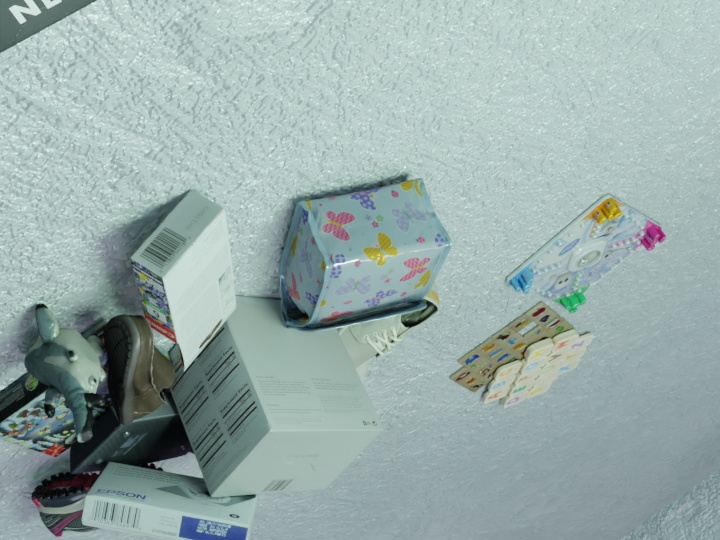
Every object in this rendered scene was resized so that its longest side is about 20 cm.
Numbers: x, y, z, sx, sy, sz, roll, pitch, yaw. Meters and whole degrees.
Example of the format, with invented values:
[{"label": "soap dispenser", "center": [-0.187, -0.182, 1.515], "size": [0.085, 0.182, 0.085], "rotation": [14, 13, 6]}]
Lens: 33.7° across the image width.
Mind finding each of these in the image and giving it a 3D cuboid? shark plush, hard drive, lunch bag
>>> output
[{"label": "shark plush", "center": [-0.315, 0.127, 1.301], "size": [0.083, 0.200, 0.091], "rotation": [-49, 140, 6]}, {"label": "hard drive", "center": [-0.272, 0.207, 1.544], "size": [0.135, 0.043, 0.199], "rotation": [-43, 155, 30]}, {"label": "lunch bag", "center": [0.000, 0.000, 1.434], "size": [0.168, 0.128, 0.200], "rotation": [-11, 152, -23]}]

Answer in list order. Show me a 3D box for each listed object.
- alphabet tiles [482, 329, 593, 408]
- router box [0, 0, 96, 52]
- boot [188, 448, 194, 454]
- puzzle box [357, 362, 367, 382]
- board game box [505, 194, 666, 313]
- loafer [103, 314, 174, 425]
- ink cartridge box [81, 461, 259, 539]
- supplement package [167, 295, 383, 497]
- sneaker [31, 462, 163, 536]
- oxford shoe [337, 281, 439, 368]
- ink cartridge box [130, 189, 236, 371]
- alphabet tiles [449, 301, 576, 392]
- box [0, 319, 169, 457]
[{"label": "alphabet tiles", "center": [0.305, 0.170, 2.030], "size": [0.194, 0.015, 0.201], "rotation": [-18, 151, -21]}, {"label": "router box", "center": [-0.210, -0.259, 0.848], "size": [0.199, 0.150, 0.051], "rotation": [-28, 149, 1]}, {"label": "boot", "center": [-0.132, 0.253, 1.660], "size": [0.154, 0.199, 0.073], "rotation": [15, 91, -51]}, {"label": "puzzle box", "center": [-0.058, 0.171, 1.735], "size": [0.132, 0.026, 0.201], "rotation": [-17, 148, -19]}, {"label": "board game box", "center": [0.341, -0.018, 1.777], "size": [0.200, 0.026, 0.199], "rotation": [-42, 147, 21]}, {"label": "loafer", "center": [-0.252, 0.106, 1.368], "size": [0.070, 0.073, 0.200], "rotation": [-17, 155, -21]}, {"label": "ink cartridge box", "center": [-0.225, 0.280, 1.464], "size": [0.198, 0.041, 0.200], "rotation": [11, -174, -3]}, {"label": "supplement package", "center": [-0.114, 0.159, 1.501], "size": [0.190, 0.201, 0.147], "rotation": [8, 135, -44]}, {"label": "sneaker", "center": [-0.340, 0.309, 1.603], "size": [0.198, 0.081, 0.075], "rotation": [-8, 113, 17]}, {"label": "oxford shoe", "center": [0.028, 0.082, 1.621], "size": [0.200, 0.058, 0.075], "rotation": [-40, 134, 11]}, {"label": "ink cartridge box", "center": [-0.193, 0.016, 1.325], "size": [0.109, 0.050, 0.201], "rotation": [-52, 161, -28]}, {"label": "alphabet tiles", "center": [0.245, 0.132, 1.942], "size": [0.199, 0.008, 0.167], "rotation": [-36, 149, 14]}, {"label": "box", "center": [-0.344, 0.148, 1.455], "size": [0.199, 0.040, 0.137], "rotation": [-35, 150, 10]}]
